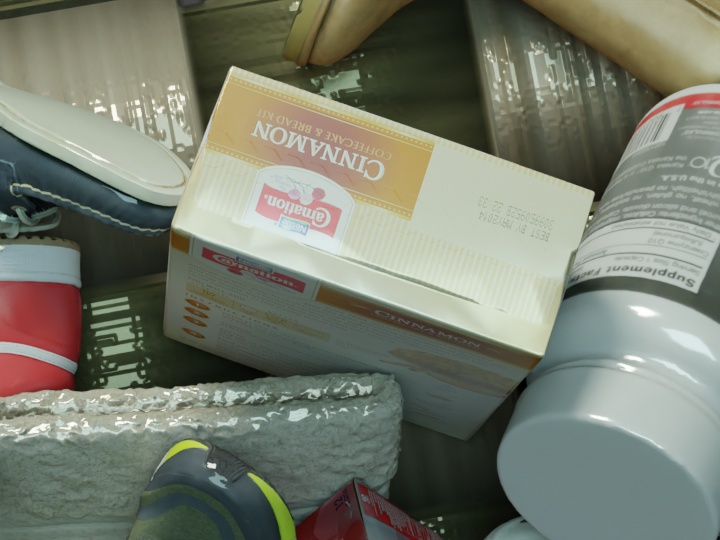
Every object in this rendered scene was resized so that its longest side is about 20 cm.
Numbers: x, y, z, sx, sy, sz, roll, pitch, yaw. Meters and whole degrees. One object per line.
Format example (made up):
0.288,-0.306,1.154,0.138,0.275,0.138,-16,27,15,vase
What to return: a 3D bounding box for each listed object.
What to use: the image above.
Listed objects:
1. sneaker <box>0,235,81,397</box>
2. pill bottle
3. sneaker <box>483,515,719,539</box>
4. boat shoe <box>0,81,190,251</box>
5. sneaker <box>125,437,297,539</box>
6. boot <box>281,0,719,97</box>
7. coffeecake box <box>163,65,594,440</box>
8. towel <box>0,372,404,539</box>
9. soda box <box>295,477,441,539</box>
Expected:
-0.222,0.046,1.006,0.198,0.071,0.113,-3,81,-6,sneaker
0.139,0.024,0.967,0.113,0.114,0.201,30,53,0,pill bottle
0.158,0.135,0.966,0.198,0.130,0.080,24,56,-13,sneaker
-0.160,-0.049,0.994,0.199,0.075,0.062,22,101,23,boat shoe
-0.086,0.155,0.929,0.074,0.081,0.201,29,123,10,sneaker
0.086,-0.127,1.045,0.199,0.066,0.176,31,84,-1,boot
0.000,0.000,0.955,0.153,0.200,0.074,19,75,-1,coffeecake box
-0.080,0.099,0.978,0.198,0.133,0.035,-4,49,-7,towel
0.012,0.184,0.914,0.070,0.201,0.063,-41,126,20,soda box
